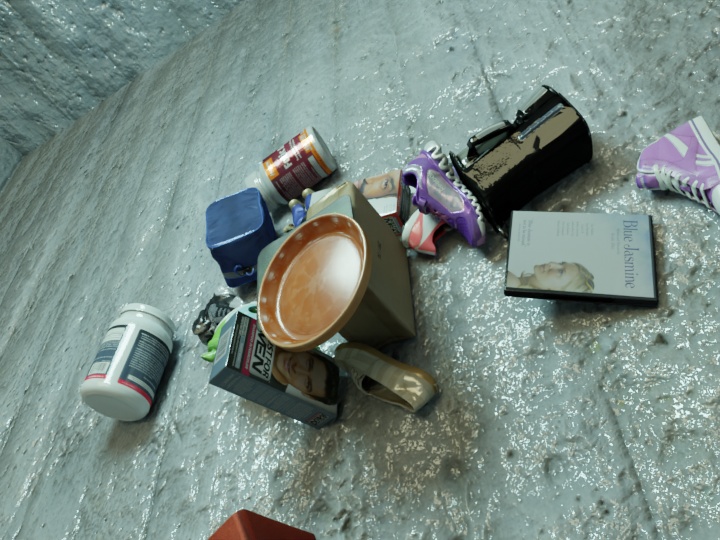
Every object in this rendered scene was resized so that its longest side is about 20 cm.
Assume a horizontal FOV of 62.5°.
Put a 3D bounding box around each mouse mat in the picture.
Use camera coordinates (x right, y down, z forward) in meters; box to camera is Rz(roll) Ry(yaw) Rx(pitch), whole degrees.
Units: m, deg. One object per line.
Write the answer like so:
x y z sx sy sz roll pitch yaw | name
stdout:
-0.085 -0.012 0.893 0.196 0.008 0.165 -30 46 22 | mouse mat

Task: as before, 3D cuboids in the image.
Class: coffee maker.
0.271 -0.166 0.956 0.197 0.134 0.195 -34 80 8 | coffee maker

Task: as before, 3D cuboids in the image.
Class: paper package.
0.000 0.000 0.959 0.101 0.191 0.204 -26 41 23 | paper package

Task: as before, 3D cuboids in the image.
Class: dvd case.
0.301 -0.021 0.819 0.193 0.018 0.146 3 55 17 | dvd case

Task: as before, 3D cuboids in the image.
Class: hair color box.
-0.006 -0.109 1.119 0.194 0.064 0.114 -11 49 23 | hair color box
-0.126 0.155 0.913 0.060 0.197 0.101 -38 34 37 | hair color box

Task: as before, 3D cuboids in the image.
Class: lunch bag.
-0.247 -0.061 1.271 0.132 0.135 0.203 -18 41 2 | lunch bag

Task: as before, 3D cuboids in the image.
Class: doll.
-0.097 -0.099 1.243 0.135 0.049 0.202 -35 39 9 | doll

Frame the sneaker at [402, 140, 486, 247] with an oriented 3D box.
0.134 -0.115 0.982 0.087 0.081 0.203 -28 66 -7 | sneaker

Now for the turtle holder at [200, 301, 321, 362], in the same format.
-0.171 0.131 1.024 0.181 0.142 0.134 -1 52 40 | turtle holder

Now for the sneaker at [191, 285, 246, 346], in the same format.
-0.267 0.109 1.179 0.115 0.076 0.198 -50 34 -10 | sneaker

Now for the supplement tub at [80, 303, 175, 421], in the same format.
-0.471 0.188 1.219 0.137 0.141 0.205 -13 46 29 | supplement tub

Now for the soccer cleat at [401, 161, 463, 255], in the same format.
0.149 -0.113 1.052 0.072 0.069 0.202 28 68 24 | soccer cleat

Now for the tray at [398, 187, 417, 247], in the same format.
0.098 -0.136 1.136 0.105 0.022 0.203 11 63 43 | tray

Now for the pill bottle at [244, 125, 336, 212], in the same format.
-0.161 -0.227 1.360 0.197 0.115 0.116 -33 40 10 | pill bottle

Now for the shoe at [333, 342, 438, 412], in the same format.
0.025 0.159 0.891 0.196 0.071 0.054 13 53 42 | shoe

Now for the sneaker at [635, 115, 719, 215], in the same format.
0.442 -0.119 0.806 0.112 0.073 0.204 -24 32 26 | sneaker

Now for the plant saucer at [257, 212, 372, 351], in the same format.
-0.063 0.016 0.824 0.196 0.032 0.206 -22 50 28 | plant saucer

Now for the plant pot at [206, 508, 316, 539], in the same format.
-0.123 0.435 0.683 0.199 0.201 0.176 -42 52 -3 | plant pot

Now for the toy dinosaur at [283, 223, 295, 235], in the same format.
-0.118 -0.033 1.173 0.057 0.201 0.103 -25 77 -14 | toy dinosaur
